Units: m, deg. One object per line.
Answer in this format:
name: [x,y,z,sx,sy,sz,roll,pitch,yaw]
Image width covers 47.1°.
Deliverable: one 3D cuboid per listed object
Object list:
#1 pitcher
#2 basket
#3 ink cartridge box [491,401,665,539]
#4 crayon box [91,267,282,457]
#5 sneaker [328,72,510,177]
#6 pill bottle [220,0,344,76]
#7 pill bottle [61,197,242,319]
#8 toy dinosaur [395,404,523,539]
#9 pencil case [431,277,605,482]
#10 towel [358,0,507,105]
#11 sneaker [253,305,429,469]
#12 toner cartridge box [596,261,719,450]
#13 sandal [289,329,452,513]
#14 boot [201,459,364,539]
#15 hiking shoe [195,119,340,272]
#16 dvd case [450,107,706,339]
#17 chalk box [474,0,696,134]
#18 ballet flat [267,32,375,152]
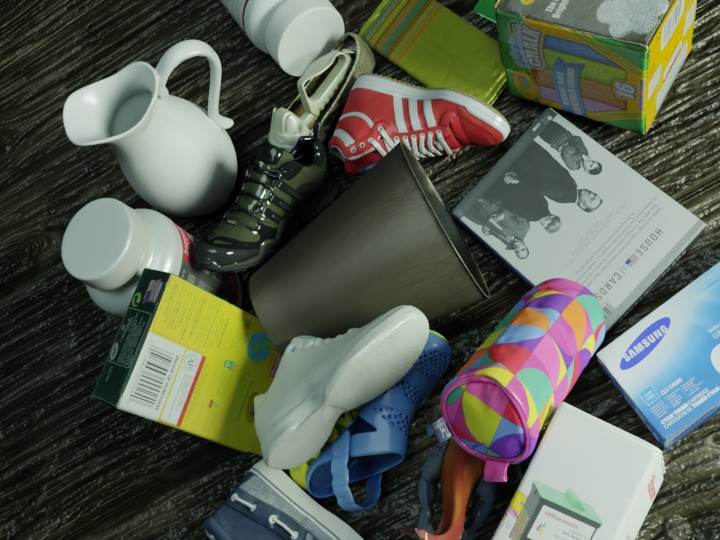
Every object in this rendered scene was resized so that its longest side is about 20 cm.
pitcher: [-0.196,-0.152,0.904,0.170,0.200,0.123,-31,62,7]
basket: [0.000,0.000,0.811,0.198,0.136,0.183,-31,62,12]
ink cartridge box: [0.158,0.222,0.651,0.083,0.145,0.202,26,81,27]
crayon box: [-0.147,0.097,0.804,0.050,0.199,0.129,8,71,42]
sneaker: [0.054,-0.135,0.870,0.198,0.071,0.114,20,75,35]
pill bottle: [-0.106,-0.330,0.986,0.109,0.110,0.201,-38,62,4]
pill bottle: [-0.212,0.005,0.851,0.108,0.200,0.113,-7,68,19]
toy dinosaur: [0.107,0.149,0.700,0.103,0.200,0.185,21,77,1]
pencil case: [0.138,0.081,0.685,0.087,0.090,0.199,20,35,26]
towel: [0.087,-0.250,0.933,0.200,0.018,0.086,43,95,28]
sneaker: [-0.029,0.084,0.737,0.200,0.075,0.089,-42,50,17]
toner cartridge box: [0.312,0.054,0.711,0.199,0.043,0.096,-38,60,5]
sandal: [0.022,0.146,0.766,0.201,0.079,0.087,-54,38,6]
boot: [-0.055,0.263,0.755,0.198,0.073,0.090,28,62,37]
hiking shoe: [-0.103,-0.079,0.854,0.075,0.102,0.200,15,42,34]
dvd case: [0.205,-0.048,0.803,0.150,0.025,0.200,-45,62,1]
chalk box: [0.211,-0.242,0.809,0.198,0.124,0.125,25,72,29]
ballet flat: [-0.058,-0.185,0.931,0.067,0.075,0.202,33,85,27]
